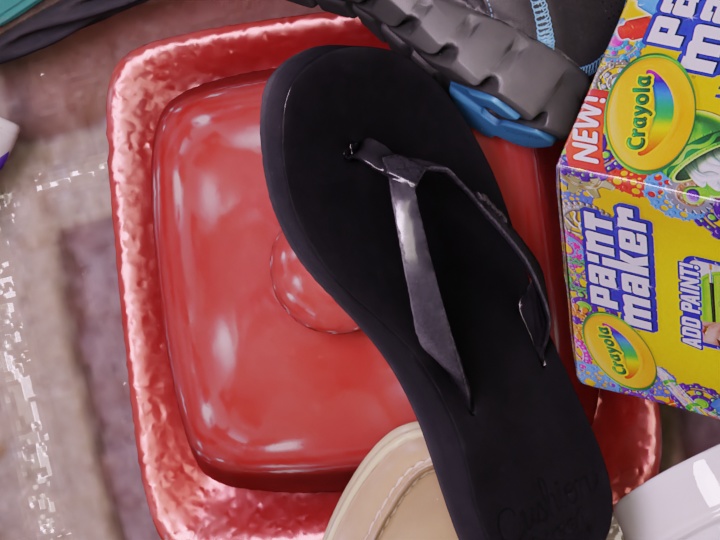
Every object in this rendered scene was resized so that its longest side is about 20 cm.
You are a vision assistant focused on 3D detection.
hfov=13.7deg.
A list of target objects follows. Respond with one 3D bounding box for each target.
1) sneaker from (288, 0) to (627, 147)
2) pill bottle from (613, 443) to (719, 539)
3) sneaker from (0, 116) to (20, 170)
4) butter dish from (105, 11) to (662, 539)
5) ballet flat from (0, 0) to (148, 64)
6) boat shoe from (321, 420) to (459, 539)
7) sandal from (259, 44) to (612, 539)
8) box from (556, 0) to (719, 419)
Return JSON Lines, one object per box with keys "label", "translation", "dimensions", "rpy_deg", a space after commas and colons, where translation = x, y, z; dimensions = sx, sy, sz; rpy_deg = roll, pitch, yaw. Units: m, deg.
{"label": "sneaker", "translation": [0.002, -0.125, 1.007], "dimensions": [0.199, 0.073, 0.082], "rpy_deg": [34, 79, -9]}
{"label": "pill bottle", "translation": [0.166, 0.158, 1.056], "dimensions": [0.112, 0.112, 0.201], "rpy_deg": [-25, 77, 6]}
{"label": "sneaker", "translation": [-0.172, 0.010, 1.126], "dimensions": [0.146, 0.081, 0.200], "rpy_deg": [-40, 79, 9]}
{"label": "butter dish", "translation": [0.000, 0.000, 1.070], "dimensions": [0.199, 0.148, 0.201], "rpy_deg": [-6, 87, 8]}
{"label": "ballet flat", "translation": [-0.084, -0.128, 1.110], "dimensions": [0.199, 0.073, 0.073], "rpy_deg": [-23, 86, 24]}
{"label": "boat shoe", "translation": [0.012, 0.152, 1.034], "dimensions": [0.072, 0.065, 0.201], "rpy_deg": [13, 102, -13]}
{"label": "sandal", "translation": [0.036, 0.011, 0.989], "dimensions": [0.076, 0.043, 0.201], "rpy_deg": [-38, 107, -29]}
{"label": "box", "translation": [0.188, -0.051, 0.997], "dimensions": [0.191, 0.122, 0.201], "rpy_deg": [13, 56, 18]}
